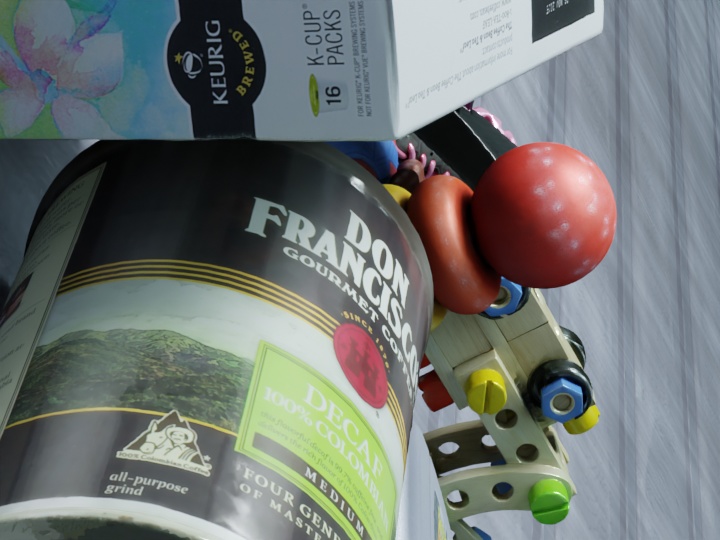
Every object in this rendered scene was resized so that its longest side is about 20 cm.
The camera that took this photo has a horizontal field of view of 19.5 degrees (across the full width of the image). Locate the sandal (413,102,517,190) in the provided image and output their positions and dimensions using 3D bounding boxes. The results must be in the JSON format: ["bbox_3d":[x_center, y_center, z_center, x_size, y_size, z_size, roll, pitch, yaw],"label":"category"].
[{"bbox_3d":[0.028,-0.096,0.944,0.200,0.048,0.075,42,17,-2],"label":"sandal"}]

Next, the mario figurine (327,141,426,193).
[{"bbox_3d":[-0.023,-0.041,0.993,0.123,0.106,0.200,-40,101,-31],"label":"mario figurine"}]

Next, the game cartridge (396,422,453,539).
[{"bbox_3d":[0.022,0.159,0.871,0.200,0.041,0.133,76,7,-46],"label":"game cartridge"}]

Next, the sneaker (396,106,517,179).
[{"bbox_3d":[0.019,-0.072,1.110,0.200,0.079,0.095,52,33,-25],"label":"sneaker"}]

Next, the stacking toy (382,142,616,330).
[{"bbox_3d":[0.000,0.000,0.794,0.085,0.200,0.085,52,27,-41],"label":"stacking toy"}]

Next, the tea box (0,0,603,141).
[{"bbox_3d":[-0.042,-0.125,0.708,0.200,0.197,0.134,-33,120,-62],"label":"tea box"}]

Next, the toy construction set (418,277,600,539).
[{"bbox_3d":[0.031,0.052,0.933,0.200,0.131,0.092,54,15,-38],"label":"toy construction set"}]

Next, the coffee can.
[{"bbox_3d":[-0.058,0.064,0.667,0.146,0.146,0.200,59,24,-30],"label":"coffee can"}]
